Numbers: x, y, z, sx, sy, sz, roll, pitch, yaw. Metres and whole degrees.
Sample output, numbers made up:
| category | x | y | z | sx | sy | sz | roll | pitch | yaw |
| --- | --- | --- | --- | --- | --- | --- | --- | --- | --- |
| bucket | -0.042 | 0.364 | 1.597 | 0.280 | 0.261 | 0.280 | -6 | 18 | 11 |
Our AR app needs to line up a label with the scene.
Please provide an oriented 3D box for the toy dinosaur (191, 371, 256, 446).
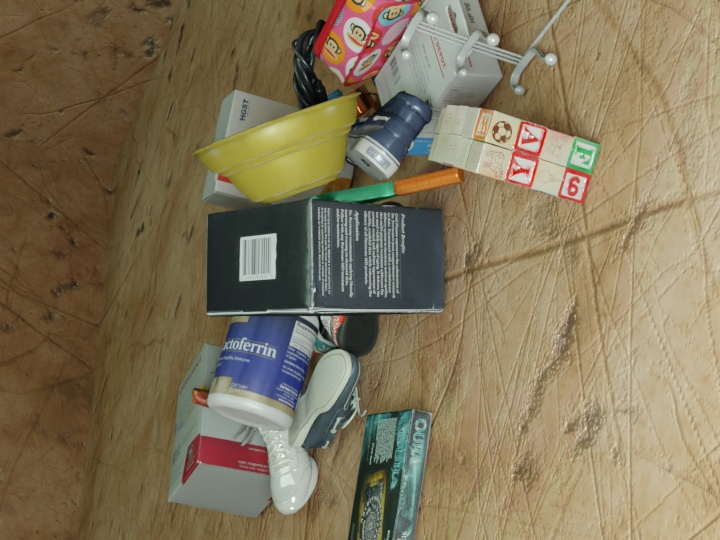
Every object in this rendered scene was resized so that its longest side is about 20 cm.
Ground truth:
| category | x | y | z | sx | sy | sz | roll | pitch | yaw |
| --- | --- | --- | --- | --- | --- | --- | --- | --- | --- |
| toy dinosaur | -0.159 | 0.134 | 1.722 | 0.201 | 0.105 | 0.181 | -65 | -15 | 14 |

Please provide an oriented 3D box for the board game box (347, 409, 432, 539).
| category | x | y | z | sx | sy | sz | roll | pitch | yaw |
| --- | --- | --- | --- | --- | --- | --- | --- | --- | --- |
| board game box | 0.028 | 0.259 | 1.376 | 0.135 | 0.028 | 0.201 | 159 | 123 | -66 |

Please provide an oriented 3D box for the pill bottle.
| category | x | y | z | sx | sy | sz | roll | pitch | yaw |
| --- | --- | --- | --- | --- | --- | --- | --- | --- | --- |
| pill bottle | -0.119 | 0.098 | 1.604 | 0.116 | 0.115 | 0.201 | -28 | 44 | 65 |

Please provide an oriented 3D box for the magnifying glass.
| category | x | y | z | sx | sy | sz | roll | pitch | yaw |
| --- | --- | --- | --- | --- | --- | --- | --- | --- | --- |
| magnifying glass | 0.023 | -0.093 | 1.436 | 0.080 | 0.199 | 0.023 | -3 | -96 | -69 |

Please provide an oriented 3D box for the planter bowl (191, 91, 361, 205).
| category | x | y | z | sx | sy | sz | roll | pitch | yaw |
| --- | --- | --- | --- | --- | --- | --- | --- | --- | --- |
| planter bowl | -0.080 | -0.125 | 1.359 | 0.200 | 0.199 | 0.084 | -6 | 105 | 69 |

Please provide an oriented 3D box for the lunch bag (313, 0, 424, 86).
| category | x | y | z | sx | sy | sz | roll | pitch | yaw |
| --- | --- | --- | --- | --- | --- | --- | --- | --- | --- |
| lunch bag | 0.040 | -0.306 | 1.498 | 0.082 | 0.200 | 0.176 | 47 | 140 | 13 |

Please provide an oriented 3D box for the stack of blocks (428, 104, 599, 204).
| category | x | y | z | sx | sy | sz | roll | pitch | yaw |
| --- | --- | --- | --- | --- | --- | --- | --- | --- | --- |
| stack of blocks | 0.133 | -0.120 | 1.211 | 0.200 | 0.114 | 0.059 | -148 | 73 | -70 |

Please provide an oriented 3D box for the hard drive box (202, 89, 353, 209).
| category | x | y | z | sx | sy | sz | roll | pitch | yaw |
| --- | --- | --- | --- | --- | --- | --- | --- | --- | --- |
| hard drive box | -0.114 | -0.155 | 1.786 | 0.077 | 0.199 | 0.157 | 165 | 116 | -68 |

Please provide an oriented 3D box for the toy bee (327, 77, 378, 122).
| category | x | y | z | sx | sy | sz | roll | pitch | yaw |
| --- | --- | --- | --- | --- | --- | --- | --- | --- | --- |
| toy bee | -0.018 | -0.217 | 1.730 | 0.109 | 0.199 | 0.132 | -45 | -56 | -70 |

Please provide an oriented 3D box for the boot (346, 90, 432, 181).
| category | x | y | z | sx | sy | sz | roll | pitch | yaw |
| --- | --- | --- | --- | --- | --- | --- | --- | --- | --- |
| boot | 0.031 | -0.157 | 1.425 | 0.090 | 0.073 | 0.200 | -50 | 14 | -1 |

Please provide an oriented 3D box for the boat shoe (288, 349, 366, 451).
| category | x | y | z | sx | sy | sz | roll | pitch | yaw |
| --- | --- | --- | --- | --- | --- | --- | --- | --- | --- |
| boat shoe | -0.035 | 0.169 | 1.561 | 0.075 | 0.061 | 0.200 | -98 | 26 | -42 |

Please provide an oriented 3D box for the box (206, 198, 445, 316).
| category | x | y | z | sx | sy | sz | roll | pitch | yaw |
| --- | --- | --- | --- | --- | --- | --- | --- | --- | --- |
| box | -0.041 | -0.008 | 1.394 | 0.199 | 0.196 | 0.125 | -4 | 84 | 49 |

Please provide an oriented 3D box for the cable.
| category | x | y | z | sx | sy | sz | roll | pitch | yaw |
| --- | --- | --- | --- | --- | --- | --- | --- | --- | --- |
| cable | -0.019 | -0.229 | 1.579 | 0.051 | 0.199 | 0.164 | 5 | 71 | 52 |

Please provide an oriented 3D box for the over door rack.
| category | x | y | z | sx | sy | sz | roll | pitch | yaw |
| --- | --- | --- | --- | --- | --- | --- | --- | --- | --- |
| over door rack | 0.142 | -0.269 | 1.233 | 0.067 | 0.147 | 0.200 | -93 | 25 | -43 |

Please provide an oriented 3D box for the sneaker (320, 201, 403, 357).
| category | x | y | z | sx | sy | sz | roll | pitch | yaw |
| --- | --- | --- | --- | --- | --- | --- | --- | --- | --- |
| sneaker | -0.001 | 0.000 | 1.571 | 0.108 | 0.067 | 0.203 | -142 | 65 | -66 |

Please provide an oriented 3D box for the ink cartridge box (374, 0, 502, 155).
| category | x | y | z | sx | sy | sz | roll | pitch | yaw |
| --- | --- | --- | --- | --- | --- | --- | --- | --- | --- |
| ink cartridge box | 0.097 | -0.236 | 1.426 | 0.200 | 0.066 | 0.116 | -50 | 46 | 51 |

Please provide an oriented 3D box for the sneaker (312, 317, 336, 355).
| category | x | y | z | sx | sy | sz | roll | pitch | yaw |
| --- | --- | --- | --- | --- | --- | --- | --- | --- | --- |
| sneaker | -0.044 | 0.023 | 1.699 | 0.093 | 0.070 | 0.201 | -7 | 68 | 50 |

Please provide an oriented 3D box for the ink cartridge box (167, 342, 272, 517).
| category | x | y | z | sx | sy | sz | roll | pitch | yaw |
| --- | --- | --- | --- | --- | --- | --- | --- | --- | --- |
| ink cartridge box | -0.191 | 0.236 | 1.820 | 0.145 | 0.144 | 0.201 | 127 | 150 | -48 |

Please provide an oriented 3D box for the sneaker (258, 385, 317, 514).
| category | x | y | z | sx | sy | sz | roll | pitch | yaw |
| --- | --- | --- | --- | --- | --- | --- | --- | --- | --- |
| sneaker | -0.110 | 0.232 | 1.659 | 0.075 | 0.099 | 0.201 | -28 | 46 | 28 |
